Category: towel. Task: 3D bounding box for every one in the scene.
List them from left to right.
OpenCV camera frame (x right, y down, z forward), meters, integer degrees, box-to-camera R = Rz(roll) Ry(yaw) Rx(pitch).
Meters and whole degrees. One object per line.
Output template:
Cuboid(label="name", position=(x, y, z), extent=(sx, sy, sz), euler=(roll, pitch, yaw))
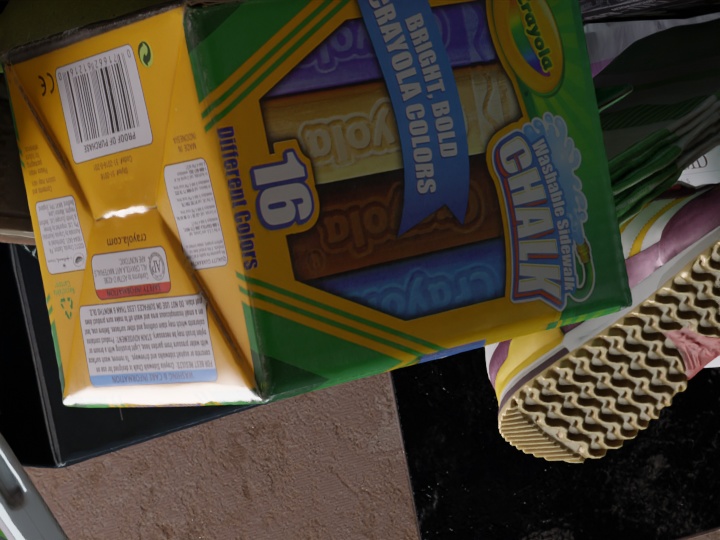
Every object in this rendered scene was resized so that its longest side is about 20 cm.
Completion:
Cuboid(label="towel", position=(0.096, -0.055, 0.991), extent=(0.200, 0.023, 0.152), euler=(-36, -164, -31))

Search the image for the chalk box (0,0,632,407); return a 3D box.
Cuboid(label="chalk box", position=(0.003, -0.033, 0.834), extent=(0.200, 0.124, 0.125), euler=(-11, -177, -36))

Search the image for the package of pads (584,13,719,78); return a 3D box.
Cuboid(label="package of pads", position=(0.062, -0.107, 1.198), extent=(0.120, 0.076, 0.200), euler=(-12, -178, -44))

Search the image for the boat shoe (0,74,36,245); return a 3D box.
Cuboid(label="boat shoe", position=(-0.154, -0.042, 0.856), extent=(0.200, 0.072, 0.068), euler=(19, 167, -38))

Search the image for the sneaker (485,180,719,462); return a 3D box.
Cuboid(label="sneaker", position=(0.125, -0.012, 0.950), extent=(0.200, 0.090, 0.075), euler=(-33, 133, 25))

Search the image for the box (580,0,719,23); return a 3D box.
Cuboid(label="box", position=(0.180, -0.137, 0.956), extent=(0.200, 0.050, 0.158), euler=(-10, -179, 30))

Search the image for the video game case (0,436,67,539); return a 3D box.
Cuboid(label="video game case", position=(-0.218, 0.031, 1.028), extent=(0.200, 0.182, 0.022), euler=(25, -119, 40))

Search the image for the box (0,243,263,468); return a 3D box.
Cuboid(label="box", position=(-0.100, 0.012, 1.132), extent=(0.200, 0.107, 0.148), euler=(-15, -173, -36))

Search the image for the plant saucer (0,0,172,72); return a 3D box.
Cuboid(label="plant saucer", position=(-0.042, -0.105, 0.906), extent=(0.200, 0.031, 0.200), euler=(-11, -178, 0))

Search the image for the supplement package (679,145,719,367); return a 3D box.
Cuboid(label="supplement package", position=(0.229, -0.049, 1.013), extent=(0.200, 0.111, 0.156), euler=(-7, -156, 50))

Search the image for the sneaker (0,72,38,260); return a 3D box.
Cuboid(label="sneaker", position=(-0.157, -0.057, 0.972), extent=(0.200, 0.074, 0.088), euler=(16, -164, -49))
